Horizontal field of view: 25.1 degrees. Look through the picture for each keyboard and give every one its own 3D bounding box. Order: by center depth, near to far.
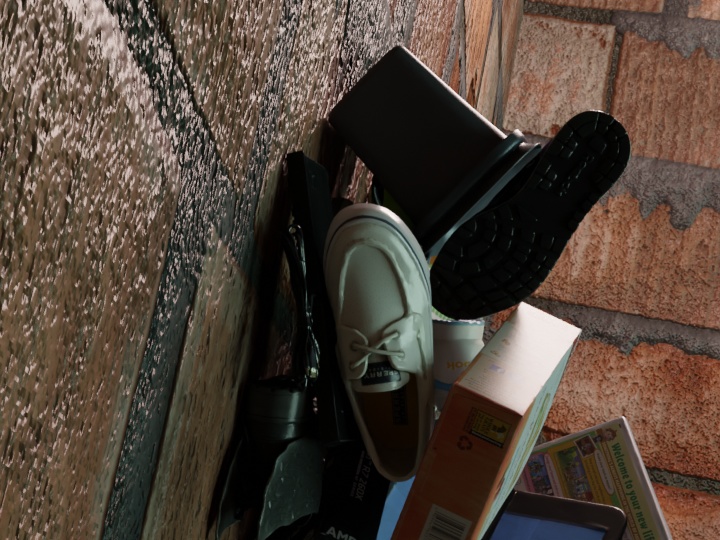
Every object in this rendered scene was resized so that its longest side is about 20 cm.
[{"bbox_3d":[-0.032,0.019,1.096,0.127,0.020,0.201,25,56,-77],"label":"keyboard"}]

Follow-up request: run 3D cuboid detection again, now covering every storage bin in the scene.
[{"bbox_3d":[0.049,-0.095,1.303,0.146,0.134,0.200,-45,175,7],"label":"storage bin"}]

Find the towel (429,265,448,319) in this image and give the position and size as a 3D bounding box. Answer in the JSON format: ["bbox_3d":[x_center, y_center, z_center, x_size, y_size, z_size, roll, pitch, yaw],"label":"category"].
[{"bbox_3d":[0.066,0.012,1.611,0.023,0.152,0.201,-33,-152,38],"label":"towel"}]

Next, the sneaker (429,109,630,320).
[{"bbox_3d":[0.131,-0.038,1.268,0.200,0.076,0.088,-44,-178,0],"label":"sneaker"}]

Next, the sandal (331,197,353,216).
[{"bbox_3d":[0.000,0.001,1.354,0.201,0.057,0.080,72,28,-74],"label":"sandal"}]

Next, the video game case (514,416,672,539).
[{"bbox_3d":[0.165,0.224,1.368,0.200,0.181,0.022,-101,170,-53],"label":"video game case"}]

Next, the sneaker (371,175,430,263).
[{"bbox_3d":[0.044,-0.091,1.438,0.083,0.070,0.201,107,-15,-80],"label":"sneaker"}]

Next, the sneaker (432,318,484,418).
[{"bbox_3d":[0.029,0.085,1.344,0.200,0.076,0.081,-11,-101,59],"label":"sneaker"}]

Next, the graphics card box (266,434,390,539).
[{"bbox_3d":[-0.022,0.165,1.240,0.126,0.051,0.201,-48,-163,42],"label":"graphics card box"}]

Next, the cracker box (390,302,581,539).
[{"bbox_3d":[0.094,0.117,1.169,0.200,0.057,0.135,-41,152,-66],"label":"cracker box"}]

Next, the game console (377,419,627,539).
[{"bbox_3d":[0.094,0.217,1.291,0.118,0.173,0.200,-27,-160,43],"label":"game console"}]

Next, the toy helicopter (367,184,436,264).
[{"bbox_3d":[0.106,-0.062,1.536,0.079,0.199,0.133,88,-4,-57],"label":"toy helicopter"}]

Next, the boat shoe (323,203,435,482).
[{"bbox_3d":[0.015,0.054,1.091,0.070,0.070,0.201,-85,169,-60],"label":"boat shoe"}]

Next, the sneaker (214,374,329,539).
[{"bbox_3d":[-0.050,0.129,1.133,0.200,0.060,0.105,8,86,-76],"label":"sneaker"}]
